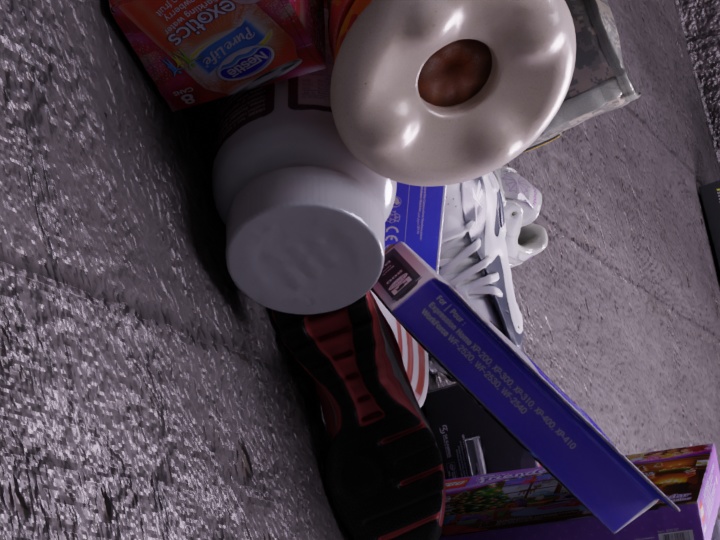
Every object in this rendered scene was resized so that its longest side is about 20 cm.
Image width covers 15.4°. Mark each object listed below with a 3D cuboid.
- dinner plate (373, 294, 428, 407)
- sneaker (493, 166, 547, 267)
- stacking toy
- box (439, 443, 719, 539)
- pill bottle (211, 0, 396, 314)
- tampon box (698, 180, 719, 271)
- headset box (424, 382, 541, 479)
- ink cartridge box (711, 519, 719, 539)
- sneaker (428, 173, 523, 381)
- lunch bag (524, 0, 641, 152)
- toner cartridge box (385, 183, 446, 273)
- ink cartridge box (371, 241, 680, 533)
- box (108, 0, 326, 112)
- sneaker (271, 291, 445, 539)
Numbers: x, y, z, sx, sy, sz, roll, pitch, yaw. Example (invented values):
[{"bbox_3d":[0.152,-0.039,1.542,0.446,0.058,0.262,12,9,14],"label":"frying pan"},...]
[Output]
[{"bbox_3d":[0.000,0.000,1.776,0.200,0.024,0.201,-16,90,-75],"label":"dinner plate"},{"bbox_3d":[0.074,-0.067,1.965,0.200,0.099,0.075,54,25,-47],"label":"sneaker"},{"bbox_3d":[0.024,-0.154,1.542,0.146,0.146,0.200,60,-1,-40],"label":"stacking toy"},{"bbox_3d":[0.129,0.160,1.725,0.137,0.199,0.039,-45,125,-74],"label":"box"},{"bbox_3d":[-0.033,-0.076,1.577,0.200,0.109,0.110,-91,158,-44],"label":"pill bottle"},{"bbox_3d":[0.536,-0.014,3.478,0.150,0.126,0.200,48,29,-59],"label":"tampon box"},{"bbox_3d":[0.114,0.163,1.905,0.200,0.077,0.149,35,40,-65],"label":"headset box"},{"bbox_3d":[0.170,0.282,1.738,0.147,0.200,0.146,-91,158,-46],"label":"ink cartridge box"},{"bbox_3d":[0.073,0.010,1.896,0.199,0.079,0.130,79,0,-49],"label":"sneaker"},{"bbox_3d":[0.121,-0.158,2.064,0.200,0.164,0.118,-99,164,-51],"label":"lunch bag"},{"bbox_3d":[0.037,-0.090,1.727,0.095,0.043,0.200,-84,178,-53],"label":"toner cartridge box"},{"bbox_3d":[0.093,0.072,1.623,0.198,0.043,0.200,44,0,-11],"label":"ink cartridge box"},{"bbox_3d":[-0.082,-0.203,1.553,0.096,0.099,0.200,61,19,-46],"label":"box"},{"bbox_3d":[0.011,0.079,1.636,0.087,0.074,0.201,-31,104,-76],"label":"sneaker"}]
